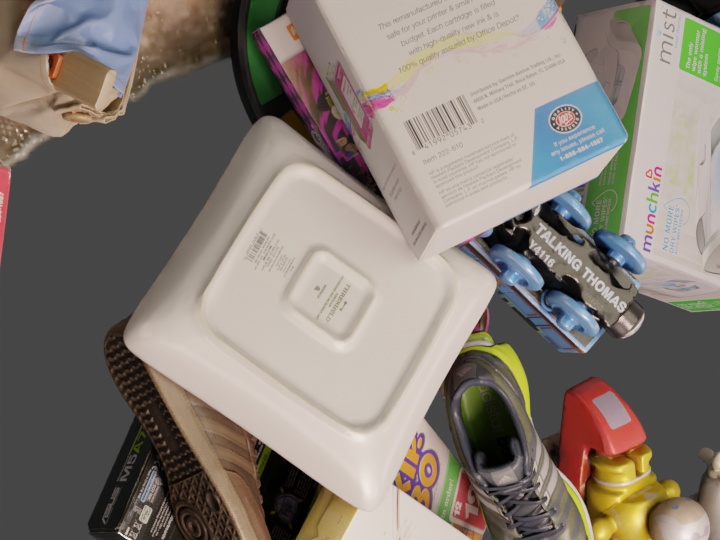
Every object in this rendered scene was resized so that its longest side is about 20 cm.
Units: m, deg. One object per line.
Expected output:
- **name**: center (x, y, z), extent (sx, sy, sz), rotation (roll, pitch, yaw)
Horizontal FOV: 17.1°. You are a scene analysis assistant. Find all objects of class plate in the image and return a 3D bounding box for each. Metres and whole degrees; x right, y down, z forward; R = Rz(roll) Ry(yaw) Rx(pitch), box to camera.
- **plate**: center (-0.024, 0.021, 1.541), extent (0.199, 0.032, 0.200), rotation (35, 62, -8)

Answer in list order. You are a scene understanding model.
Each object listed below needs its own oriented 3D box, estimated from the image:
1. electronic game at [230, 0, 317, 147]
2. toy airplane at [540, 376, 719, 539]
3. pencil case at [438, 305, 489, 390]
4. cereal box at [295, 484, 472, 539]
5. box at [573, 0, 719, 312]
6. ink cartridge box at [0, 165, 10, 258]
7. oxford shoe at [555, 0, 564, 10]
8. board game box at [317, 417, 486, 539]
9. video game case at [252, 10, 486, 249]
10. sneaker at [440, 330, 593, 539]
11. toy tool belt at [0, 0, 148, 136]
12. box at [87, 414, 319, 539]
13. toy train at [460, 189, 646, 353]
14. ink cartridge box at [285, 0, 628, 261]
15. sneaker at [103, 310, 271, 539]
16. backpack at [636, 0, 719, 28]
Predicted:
- **electronic game**: center (-0.009, -0.155, 1.708), extent (0.199, 0.042, 0.202), rotation (4, 83, -37)
- **toy airplane**: center (0.204, 0.204, 1.770), extent (0.199, 0.141, 0.201), rotation (35, 65, -30)
- **pencil case**: center (0.000, 0.000, 1.671), extent (0.200, 0.091, 0.094), rotation (33, 101, -32)
- **cereal box**: center (0.012, 0.226, 1.608), extent (0.200, 0.039, 0.145), rotation (38, 77, -52)
- **box**: center (0.243, -0.086, 1.862), extent (0.176, 0.096, 0.201), rotation (20, 74, -37)
- **ink cartridge box**: center (-0.321, -0.009, 1.426), extent (0.199, 0.083, 0.146), rotation (15, 76, -36)
- **oxford shoe**: center (0.127, -0.193, 1.800), extent (0.073, 0.071, 0.201), rotation (15, 76, -41)
- **board game box**: center (0.034, 0.161, 1.670), extent (0.200, 0.030, 0.096), rotation (50, 56, -47)
- **video game case**: center (0.052, -0.122, 1.632), extent (0.181, 0.036, 0.201), rotation (-31, 94, -13)
- **sneaker**: center (0.103, 0.145, 1.649), extent (0.201, 0.074, 0.081), rotation (64, 13, -8)
- **toy tool belt**: center (-0.176, -0.191, 1.532), extent (0.124, 0.123, 0.201), rotation (18, 74, -35)
- **box**: center (-0.068, 0.134, 1.631), extent (0.193, 0.047, 0.201), rotation (36, 64, -32)
- **toy train**: center (0.119, -0.023, 1.721), extent (0.200, 0.114, 0.087), rotation (42, 77, -10)
- **ink cartridge box**: center (0.059, -0.131, 1.555), extent (0.144, 0.085, 0.201), rotation (-25, 80, -14)
- **sneaker**: center (-0.090, 0.111, 1.544), extent (0.075, 0.070, 0.201), rotation (-31, 102, -35)
- **backpack**: center (0.284, -0.270, 1.845), extent (0.182, 0.199, 0.135), rotation (30, 68, -30)
